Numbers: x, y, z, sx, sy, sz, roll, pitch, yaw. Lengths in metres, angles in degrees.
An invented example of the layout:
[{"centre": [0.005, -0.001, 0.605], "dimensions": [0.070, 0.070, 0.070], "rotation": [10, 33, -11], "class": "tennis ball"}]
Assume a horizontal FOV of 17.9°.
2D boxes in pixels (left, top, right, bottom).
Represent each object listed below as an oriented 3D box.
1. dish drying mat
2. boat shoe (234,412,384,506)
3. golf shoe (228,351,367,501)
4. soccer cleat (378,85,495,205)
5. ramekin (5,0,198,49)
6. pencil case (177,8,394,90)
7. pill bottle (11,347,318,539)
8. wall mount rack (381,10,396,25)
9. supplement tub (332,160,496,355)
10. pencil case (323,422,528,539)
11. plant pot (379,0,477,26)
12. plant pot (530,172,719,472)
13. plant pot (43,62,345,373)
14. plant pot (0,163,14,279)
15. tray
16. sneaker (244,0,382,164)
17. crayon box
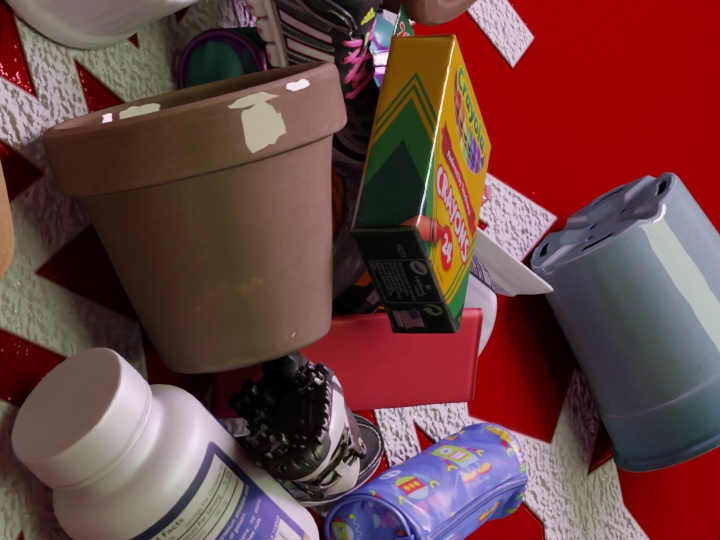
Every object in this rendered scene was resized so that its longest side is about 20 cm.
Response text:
[{"centre": [-0.009, 0.065, 1.632], "dimensions": [0.199, 0.018, 0.077], "rotation": [-3, 114, -20], "class": "dish drying mat"}, {"centre": [-0.035, 0.133, 1.645], "dimensions": [0.200, 0.066, 0.070], "rotation": [1, 79, -53], "class": "boat shoe"}, {"centre": [-0.027, 0.110, 1.504], "dimensions": [0.095, 0.078, 0.200], "rotation": [47, 3, -12], "class": "golf shoe"}, {"centre": [0.040, -0.085, 1.763], "dimensions": [0.200, 0.076, 0.067], "rotation": [33, 38, -62], "class": "soccer cleat"}, {"centre": [-0.170, -0.259, 1.558], "dimensions": [0.200, 0.097, 0.202], "rotation": [19, 65, -48], "class": "ramekin"}, {"centre": [-0.043, -0.146, 1.698], "dimensions": [0.200, 0.092, 0.086], "rotation": [-15, 93, -53], "class": "pencil case"}, {"centre": [-0.128, 0.145, 1.476], "dimensions": [0.200, 0.119, 0.120], "rotation": [49, 45, -33], "class": "pill bottle"}, {"centre": [0.051, -0.252, 1.830], "dimensions": [0.174, 0.074, 0.201], "rotation": [72, 26, -57], "class": "wall mount rack"}, {"centre": [0.000, 0.000, 1.686], "dimensions": [0.200, 0.122, 0.123], "rotation": [36, 53, -41], "class": "supplement tub"}, {"centre": [0.055, 0.178, 1.733], "dimensions": [0.200, 0.086, 0.078], "rotation": [-24, 120, -55], "class": "pencil case"}, {"centre": [0.021, -0.273, 1.656], "dimensions": [0.174, 0.201, 0.200], "rotation": [39, 31, 21], "class": "plant pot"}, {"centre": [0.257, 0.035, 1.972], "dimensions": [0.197, 0.200, 0.200], "rotation": [58, 40, -12], "class": "plant pot"}, {"centre": [-0.094, -0.031, 1.507], "dimensions": [0.200, 0.199, 0.176], "rotation": [-26, 106, -53], "class": "plant pot"}, {"centre": [-0.282, -0.064, 1.305], "dimensions": [0.200, 0.185, 0.187], "rotation": [60, 38, -43], "class": "plant pot"}, {"centre": [0.057, -0.029, 1.793], "dimensions": [0.200, 0.107, 0.022], "rotation": [37, 76, -41], "class": "tray"}, {"centre": [-0.016, -0.164, 1.588], "dimensions": [0.074, 0.087, 0.201], "rotation": [-47, 119, -46], "class": "sneaker"}, {"centre": [0.047, -0.073, 1.593], "dimensions": [0.127, 0.051, 0.201], "rotation": [66, 29, -52], "class": "crayon box"}]
